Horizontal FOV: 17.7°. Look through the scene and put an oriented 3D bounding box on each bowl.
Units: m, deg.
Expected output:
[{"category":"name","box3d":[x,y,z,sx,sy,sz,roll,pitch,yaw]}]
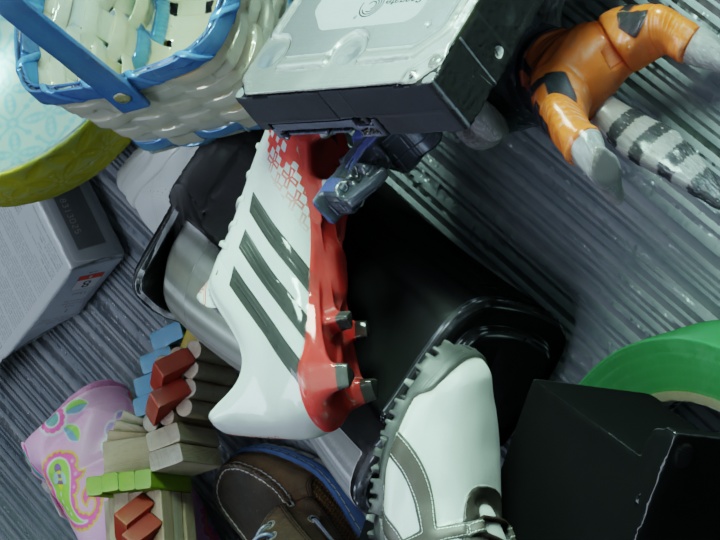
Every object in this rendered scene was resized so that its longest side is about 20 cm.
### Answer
[{"category":"bowl","box3d":[-0.194,-0.113,1.386,0.200,0.200,0.108,38,170,34]}]

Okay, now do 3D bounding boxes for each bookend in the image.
[{"category":"bookend","box3d":[0.088,0.130,1.094,0.200,0.092,0.200,35,111,51]}]

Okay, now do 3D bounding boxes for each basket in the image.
[{"category":"basket","box3d":[-0.117,-0.158,1.151,0.138,0.200,0.178,-9,56,24]}]

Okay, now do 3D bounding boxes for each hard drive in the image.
[{"category":"hard drive","box3d":[0.038,-0.149,1.082,0.139,0.201,0.038,1,143,48]}]

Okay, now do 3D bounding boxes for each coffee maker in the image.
[{"category":"coffee maker","box3d":[0.000,0.000,1.199,0.200,0.134,0.193,39,126,33]}]

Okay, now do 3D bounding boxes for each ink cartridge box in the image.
[{"category":"ink cartridge box","box3d":[-0.240,-0.028,1.535,0.163,0.050,0.200,62,146,14]}]

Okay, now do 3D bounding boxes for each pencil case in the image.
[{"category":"pencil case","box3d":[-0.134,0.166,1.430,0.201,0.087,0.088,56,135,20]}]

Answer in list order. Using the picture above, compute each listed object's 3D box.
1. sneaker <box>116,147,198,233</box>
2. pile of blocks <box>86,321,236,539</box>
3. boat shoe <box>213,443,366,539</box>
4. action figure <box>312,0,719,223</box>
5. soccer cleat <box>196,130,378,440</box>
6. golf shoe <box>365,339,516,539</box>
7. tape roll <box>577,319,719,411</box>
[{"category":"sneaker","box3d":[-0.067,-0.065,1.312,0.089,0.075,0.200,59,146,10]},{"category":"pile of blocks","box3d":[-0.120,0.086,1.353,0.082,0.062,0.202,17,90,29]},{"category":"boat shoe","box3d":[-0.027,0.166,1.323,0.200,0.072,0.073,33,125,38]},{"category":"action figure","box3d":[0.076,-0.072,1.099,0.193,0.200,0.105,23,158,50]},{"category":"soccer cleat","box3d":[-0.041,-0.013,1.126,0.084,0.069,0.202,-11,69,19]},{"category":"golf shoe","box3d":[0.051,0.134,1.019,0.094,0.078,0.202,6,87,34]},{"category":"tape roll","box3d":[0.176,0.126,1.103,0.200,0.048,0.202,15,111,45]}]
